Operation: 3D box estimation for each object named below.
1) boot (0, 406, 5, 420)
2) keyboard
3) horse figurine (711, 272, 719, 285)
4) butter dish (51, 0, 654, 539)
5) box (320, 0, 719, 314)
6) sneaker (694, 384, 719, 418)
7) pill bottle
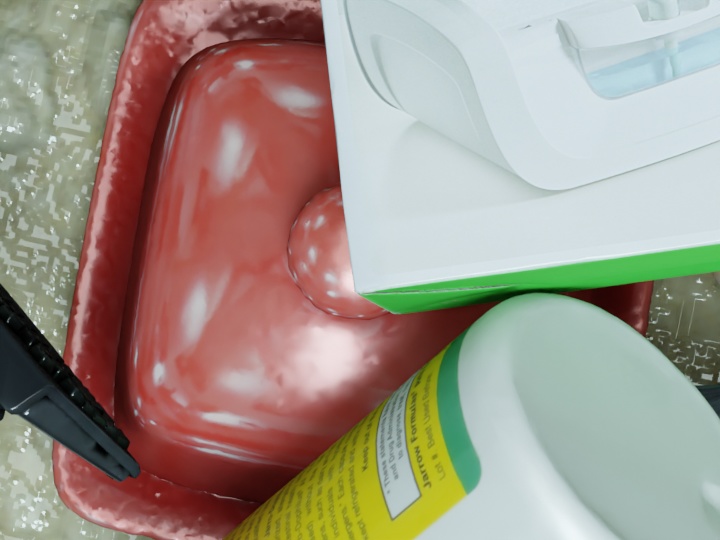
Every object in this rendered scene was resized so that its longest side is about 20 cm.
[{"bbox_3d":[-0.227,0.063,0.991,0.198,0.073,0.163,30,91,6],"label":"boot"},{"bbox_3d":[-0.149,-0.017,0.927,0.021,0.127,0.200,-46,54,2],"label":"keyboard"},{"bbox_3d":[0.169,0.003,1.000,0.132,0.050,0.200,-16,85,-5],"label":"horse figurine"},{"bbox_3d":[0.000,0.000,0.953,0.199,0.148,0.200,10,84,3],"label":"butter dish"},{"bbox_3d":[0.090,-0.088,0.834,0.200,0.097,0.177,-7,85,7],"label":"box"},{"bbox_3d":[0.095,0.118,0.914,0.087,0.074,0.200,2,48,29],"label":"sneaker"},{"bbox_3d":[0.015,0.106,0.869,0.200,0.113,0.113,-43,84,30],"label":"pill bottle"}]
